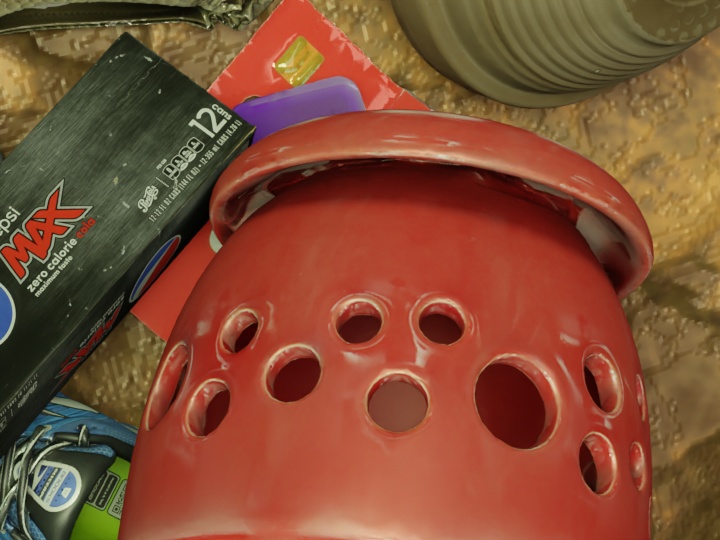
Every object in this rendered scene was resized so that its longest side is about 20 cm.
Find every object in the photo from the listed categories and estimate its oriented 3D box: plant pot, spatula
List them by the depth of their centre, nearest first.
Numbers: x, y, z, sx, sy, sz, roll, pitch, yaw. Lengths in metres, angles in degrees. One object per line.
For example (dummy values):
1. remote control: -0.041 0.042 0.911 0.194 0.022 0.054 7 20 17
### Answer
1. plant pot: 0.015 0.048 0.888 0.200 0.200 0.183 15 67 -21
2. plant pot: 0.112 -0.157 0.969 0.201 0.093 0.201 -20 122 -35
3. spatula: -0.087 -0.031 0.974 0.200 0.021 0.057 -18 83 -8

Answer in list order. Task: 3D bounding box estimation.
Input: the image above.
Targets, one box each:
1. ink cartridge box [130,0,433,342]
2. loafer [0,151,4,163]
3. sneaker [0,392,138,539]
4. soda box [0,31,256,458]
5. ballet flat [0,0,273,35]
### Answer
1. ink cartridge box: 0.000 0.000 1.006 0.200 0.050 0.161 43 80 -20
2. loafer: -0.242 -0.044 0.911 0.200 0.072 0.063 -5 61 -22
3. sneaker: -0.140 0.073 0.936 0.200 0.089 0.079 22 86 -19
4. soda box: -0.130 0.004 0.899 0.071 0.063 0.200 36 64 7
5. ballet flat: -0.121 -0.108 0.944 0.200 0.067 0.046 -14 94 -25
